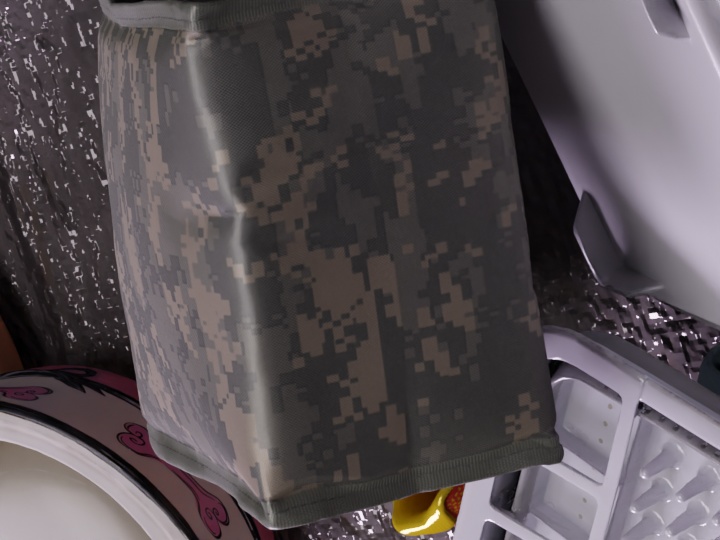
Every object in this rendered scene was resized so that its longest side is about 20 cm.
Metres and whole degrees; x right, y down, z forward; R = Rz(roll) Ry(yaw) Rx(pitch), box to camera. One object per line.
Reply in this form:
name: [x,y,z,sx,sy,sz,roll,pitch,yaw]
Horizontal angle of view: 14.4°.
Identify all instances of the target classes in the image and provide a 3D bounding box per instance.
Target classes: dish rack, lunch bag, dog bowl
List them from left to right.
dog bowl: [-0.119,0.128,1.180,0.199,0.074,0.201,13,120,23]
lunch bag: [-0.024,-0.019,0.924,0.200,0.117,0.165,-162,61,-69]
dish rack: [0.091,-0.051,0.859,0.172,0.043,0.200,29,150,59]
dish rack: [0.121,0.117,0.931,0.200,0.043,0.172,33,130,28]

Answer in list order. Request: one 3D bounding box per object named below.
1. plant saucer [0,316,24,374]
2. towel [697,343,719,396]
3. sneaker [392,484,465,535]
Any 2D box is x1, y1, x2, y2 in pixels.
plant saucer: [-0.214,0.054,1.289,0.200,0.032,0.201,19,120,36]
towel: [0.184,0.134,0.943,0.200,0.048,0.172,28,125,32]
sneaker: [0.000,0.000,1.032,0.073,0.077,0.201,-37,81,48]
